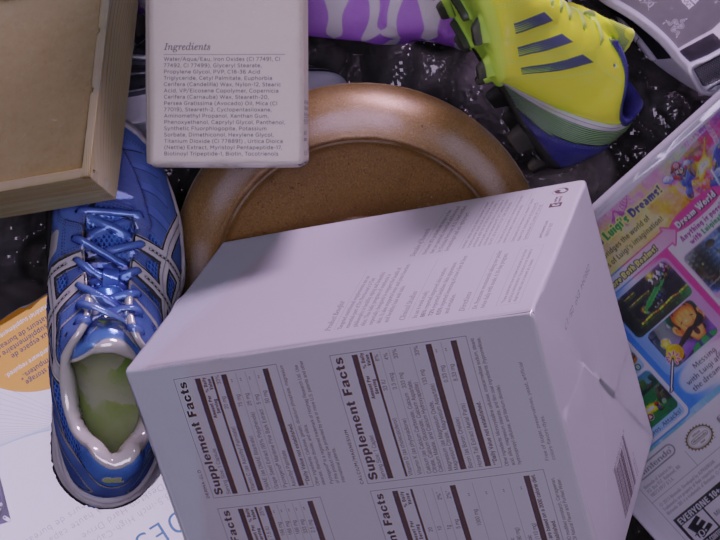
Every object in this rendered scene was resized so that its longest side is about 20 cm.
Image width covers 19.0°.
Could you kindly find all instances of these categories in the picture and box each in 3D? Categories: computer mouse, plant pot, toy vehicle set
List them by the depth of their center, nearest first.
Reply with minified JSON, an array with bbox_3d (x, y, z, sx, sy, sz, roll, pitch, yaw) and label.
[{"bbox_3d":[-0.212,-0.083,1.118,0.200,0.027,0.124,-8,63,24],"label":"toy vehicle set"},{"bbox_3d":[0.189,-0.131,1.144,0.110,0.044,0.200,-42,71,1],"label":"computer mouse"},{"bbox_3d":[0.000,0.000,1.145,0.200,0.027,0.200,-1,109,-3],"label":"plant pot"}]

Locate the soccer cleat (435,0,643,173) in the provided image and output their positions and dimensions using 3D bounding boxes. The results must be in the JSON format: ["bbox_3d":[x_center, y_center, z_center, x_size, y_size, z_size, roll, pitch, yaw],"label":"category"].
[{"bbox_3d":[0.095,-0.117,1.095,0.084,0.200,0.065,-29,62,6],"label":"soccer cleat"}]

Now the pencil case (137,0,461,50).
[{"bbox_3d":[-0.029,-0.163,1.144,0.200,0.086,0.084,8,84,2],"label":"pencil case"}]

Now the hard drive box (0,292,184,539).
[{"bbox_3d":[-0.160,0.125,1.160,0.156,0.077,0.200,-33,91,3],"label":"hard drive box"}]

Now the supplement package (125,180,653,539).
[{"bbox_3d":[0.021,0.067,1.050,0.200,0.152,0.151,-9,112,20],"label":"supplement package"}]

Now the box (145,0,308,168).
[{"bbox_3d":[-0.066,-0.151,1.069,0.082,0.068,0.200,1,93,2],"label":"box"}]

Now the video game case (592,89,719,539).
[{"bbox_3d":[0.185,0.029,1.102,0.200,0.024,0.182,-43,86,16],"label":"video game case"}]

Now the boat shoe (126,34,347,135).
[{"bbox_3d":[-0.106,-0.096,1.159,0.200,0.072,0.068,-9,66,-4],"label":"boat shoe"}]

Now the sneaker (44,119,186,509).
[{"bbox_3d":[-0.121,0.018,1.084,0.076,0.077,0.200,-2,82,-11],"label":"sneaker"}]
